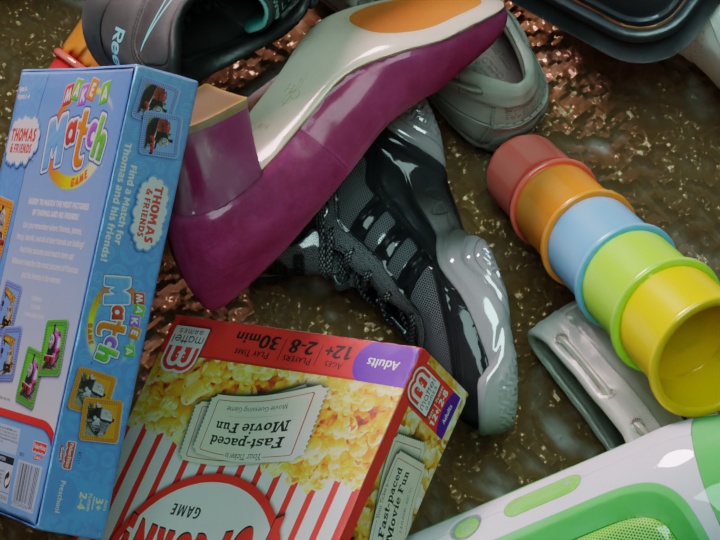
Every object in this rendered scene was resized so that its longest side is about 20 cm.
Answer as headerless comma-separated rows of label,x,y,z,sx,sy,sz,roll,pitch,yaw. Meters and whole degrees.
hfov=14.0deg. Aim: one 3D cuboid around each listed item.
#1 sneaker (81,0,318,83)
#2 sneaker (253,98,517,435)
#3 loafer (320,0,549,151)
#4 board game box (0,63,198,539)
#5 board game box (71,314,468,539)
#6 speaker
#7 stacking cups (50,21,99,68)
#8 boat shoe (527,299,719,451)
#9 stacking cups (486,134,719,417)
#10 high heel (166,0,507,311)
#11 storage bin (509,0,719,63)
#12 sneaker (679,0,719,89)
sneaker,-0.032,-0.144,1.361,0.200,0.076,0.079,-37,32,-10
sneaker,0.000,0.000,1.386,0.113,0.076,0.201,-17,64,-8
loafer,0.020,-0.146,1.443,0.070,0.070,0.200,-41,75,-16
board game box,-0.134,0.010,1.306,0.036,0.151,0.202,12,88,-25
board game box,-0.056,0.123,1.308,0.151,0.046,0.201,5,63,39
speaker,0.088,0.135,1.291,0.199,0.088,0.089,-25,69,17
stacking cups,-0.094,-0.141,1.411,0.060,0.061,0.201,34,86,11
boat shoe,0.142,0.096,1.352,0.065,0.072,0.201,-25,70,-7
stacking cups,0.114,-0.010,1.346,0.060,0.061,0.200,-24,37,-11
high heel,-0.007,-0.059,1.356,0.199,0.097,0.067,-30,34,-33
storage bin,0.147,-0.218,1.370,0.145,0.134,0.200,31,74,21
sneaker,0.137,-0.143,1.453,0.099,0.075,0.201,-31,64,-5
